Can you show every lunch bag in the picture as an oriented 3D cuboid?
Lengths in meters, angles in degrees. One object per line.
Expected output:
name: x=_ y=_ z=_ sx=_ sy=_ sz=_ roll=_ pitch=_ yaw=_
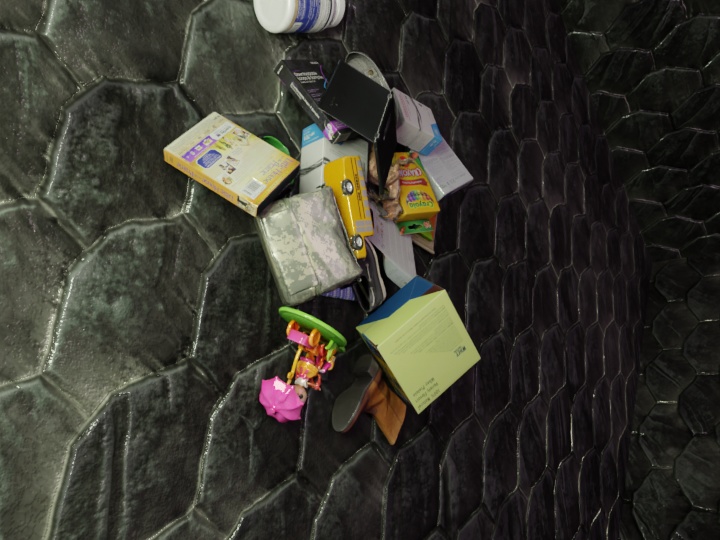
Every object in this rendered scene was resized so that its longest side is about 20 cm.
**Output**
lunch bag: x=-0.097 y=-0.046 z=1.084 sx=0.163 sy=0.139 sz=0.206 roll=-21 pitch=92 yaw=-12

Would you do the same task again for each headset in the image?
headset: x=-0.175 y=-0.192 z=1.104 sx=0.125 sy=0.092 sz=0.202 roll=56 pitch=36 yaw=-24

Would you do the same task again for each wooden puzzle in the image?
wooden puzzle: x=0.158 y=-0.168 z=1.535 sx=0.183 sy=0.036 sz=0.207 roll=25 pitch=64 yaw=-44

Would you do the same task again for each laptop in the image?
laptop: x=0.002 y=-0.301 z=1.195 sx=0.204 sy=0.112 sz=0.191 roll=80 pitch=20 yaw=-44

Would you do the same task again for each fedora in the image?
fedora: x=-0.005 y=-0.396 z=1.316 sx=0.089 sy=0.176 sz=0.204 roll=-29 pitch=90 yaw=-19

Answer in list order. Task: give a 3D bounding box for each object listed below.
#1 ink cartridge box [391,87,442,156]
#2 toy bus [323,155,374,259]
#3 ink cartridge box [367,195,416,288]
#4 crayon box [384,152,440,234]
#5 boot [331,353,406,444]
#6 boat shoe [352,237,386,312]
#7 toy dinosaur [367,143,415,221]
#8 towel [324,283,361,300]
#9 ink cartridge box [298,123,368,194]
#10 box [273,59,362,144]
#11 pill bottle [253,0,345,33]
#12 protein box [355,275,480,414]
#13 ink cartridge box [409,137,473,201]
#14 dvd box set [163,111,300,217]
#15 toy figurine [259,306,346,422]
ink cartridge box: x=0.117 y=-0.389 z=1.478 sx=0.196 sy=0.066 sz=0.119 roll=12 pitch=53 yaw=-44
toy bus: x=-0.023 y=-0.124 z=1.165 sx=0.077 sy=0.064 sz=0.208 roll=-11 pitch=91 yaw=-50
ink cartridge box: x=0.058 y=-0.070 z=1.352 sx=0.198 sy=0.056 sz=0.166 roll=35 pitch=36 yaw=-35
crayon box: x=0.121 y=-0.196 z=1.429 sx=0.124 sy=0.051 sz=0.206 roll=-10 pitch=73 yaw=-39
boot: x=0.023 y=0.323 z=1.275 sx=0.203 sy=0.067 sz=0.191 roll=59 pitch=36 yaw=-33
boat shoe: x=0.000 y=0.000 z=1.257 sx=0.063 sy=0.071 sz=0.205 roll=-45 pitch=124 yaw=-39
toy dinosaur: x=0.040 y=-0.228 z=1.341 sx=0.136 sy=0.199 sz=0.086 roll=-46 pitch=165 yaw=-6
towel: x=-0.064 y=-0.015 z=1.256 sx=0.196 sy=0.023 sz=0.151 roll=12 pitch=77 yaw=-47
ink cartridge box: x=-0.058 y=-0.202 z=1.251 sx=0.144 sy=0.084 sz=0.208 roll=18 pitch=71 yaw=-46
box: x=-0.077 y=-0.360 z=1.203 sx=0.201 sy=0.036 sz=0.142 roll=50 pitch=33 yaw=5
pill bottle: x=-0.125 y=-0.575 z=1.226 sx=0.198 sy=0.113 sz=0.119 roll=-28 pitch=103 yaw=-49
protein box: x=0.131 y=0.164 z=1.298 sx=0.197 sy=0.134 sz=0.203 roll=-37 pitch=114 yaw=-10
ink cartridge box: x=0.210 y=-0.304 z=1.598 sx=0.198 sy=0.040 sz=0.203 roll=-29 pitch=82 yaw=-50
dvd box set: x=-0.222 y=-0.192 z=1.004 sx=0.196 sy=0.030 sz=0.147 roll=30 pitch=50 yaw=7
toy figurine: x=-0.119 y=0.199 z=1.094 sx=0.189 sy=0.146 sz=0.201 roll=-65 pitch=154 yaw=-17
